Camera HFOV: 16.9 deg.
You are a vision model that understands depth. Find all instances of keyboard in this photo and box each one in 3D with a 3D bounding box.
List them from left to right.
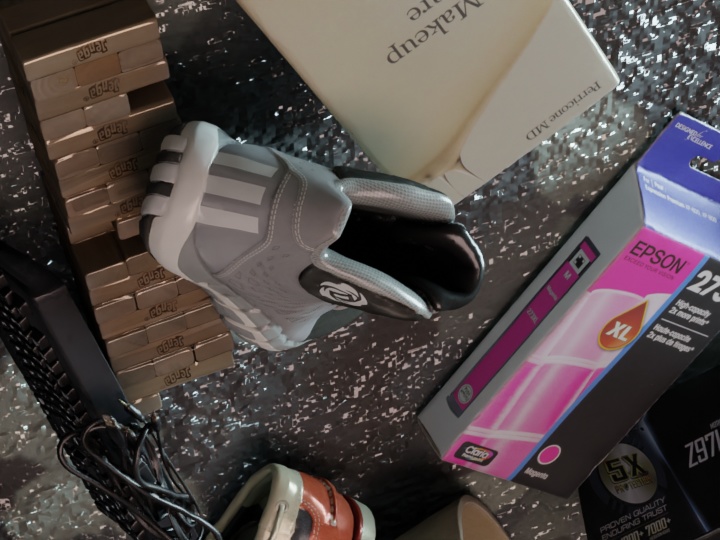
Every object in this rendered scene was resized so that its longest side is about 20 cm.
[{"bbox_3d":[-0.120,0.065,0.999,0.040,0.104,0.200,-46,141,-21],"label":"keyboard"}]

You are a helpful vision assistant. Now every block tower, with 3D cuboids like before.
[{"bbox_3d":[-0.095,-0.031,0.962,0.058,0.054,0.200,-19,137,-11],"label":"block tower"}]

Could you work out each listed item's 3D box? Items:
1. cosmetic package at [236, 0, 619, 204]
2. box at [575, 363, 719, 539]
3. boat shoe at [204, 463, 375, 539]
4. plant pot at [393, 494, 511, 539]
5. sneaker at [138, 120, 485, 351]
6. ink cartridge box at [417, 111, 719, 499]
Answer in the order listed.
[{"bbox_3d":[0.007,-0.119,0.925,0.104,0.073,0.200,-37,136,6],"label":"cosmetic package"},{"bbox_3d":[0.232,0.118,1.222,0.164,0.086,0.200,-30,141,31],"label":"box"},{"bbox_3d":[-0.078,0.172,1.150,0.063,0.071,0.200,30,109,-37],"label":"boat shoe"},{"bbox_3d":[0.002,0.236,1.189,0.200,0.187,0.187,-26,138,10],"label":"plant pot"},{"bbox_3d":[0.000,0.000,0.958,0.200,0.115,0.075,26,77,-69],"label":"sneaker"},{"bbox_3d":[0.123,0.021,1.147,0.095,0.037,0.200,21,115,-40],"label":"ink cartridge box"}]
